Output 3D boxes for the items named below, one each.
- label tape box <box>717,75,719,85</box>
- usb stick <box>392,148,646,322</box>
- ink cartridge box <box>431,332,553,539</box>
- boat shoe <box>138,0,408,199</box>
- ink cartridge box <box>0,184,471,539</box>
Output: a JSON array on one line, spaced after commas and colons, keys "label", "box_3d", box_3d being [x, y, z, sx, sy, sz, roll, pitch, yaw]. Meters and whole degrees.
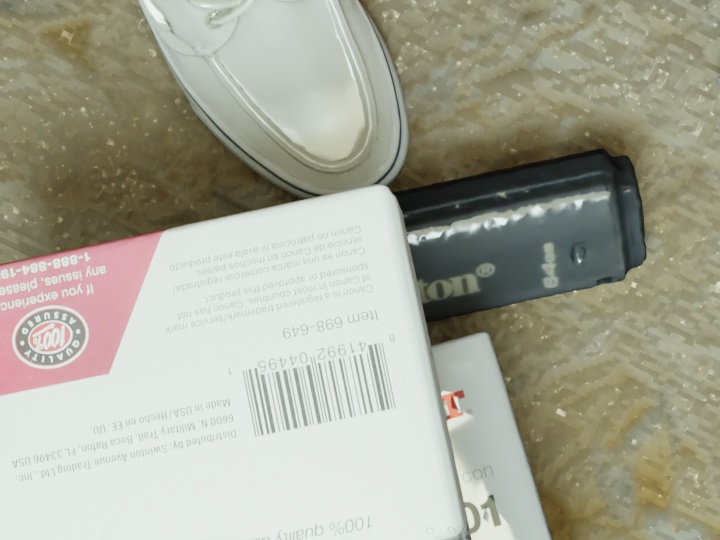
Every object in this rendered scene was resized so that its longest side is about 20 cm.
[{"label": "label tape box", "box_3d": [0.209, -0.048, 0.797, 0.066, 0.200, 0.143, -44, 92, -9]}, {"label": "usb stick", "box_3d": [0.000, 0.000, 0.880, 0.200, 0.033, 0.056, -12, 128, 0]}, {"label": "ink cartridge box", "box_3d": [0.002, 0.137, 0.850, 0.146, 0.086, 0.200, -16, 84, -1]}, {"label": "boat shoe", "box_3d": [-0.048, -0.110, 0.863, 0.072, 0.066, 0.200, -27, 93, 1]}, {"label": "ink cartridge box", "box_3d": [-0.038, 0.090, 0.772, 0.145, 0.085, 0.200, -11, 80, 0]}]
